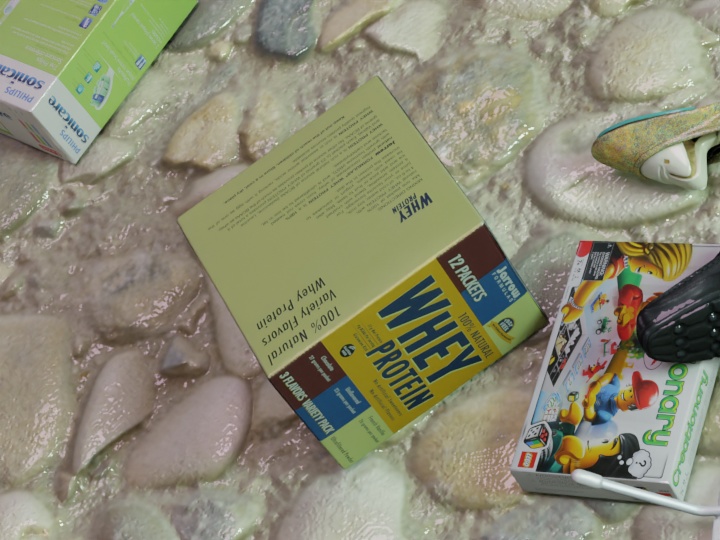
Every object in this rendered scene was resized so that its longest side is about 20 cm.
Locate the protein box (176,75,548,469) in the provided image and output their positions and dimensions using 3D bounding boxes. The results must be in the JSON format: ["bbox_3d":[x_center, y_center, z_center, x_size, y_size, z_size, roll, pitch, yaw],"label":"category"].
[{"bbox_3d":[0.000,0.000,1.743,0.198,0.135,0.200,-35,45,1],"label":"protein box"}]

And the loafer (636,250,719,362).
[{"bbox_3d":[0.279,0.004,1.601,0.199,0.068,0.071,-24,47,-11],"label":"loafer"}]

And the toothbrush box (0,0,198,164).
[{"bbox_3d":[-0.272,-0.217,2.107,0.145,0.086,0.201,21,69,40],"label":"toothbrush box"}]

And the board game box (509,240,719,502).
[{"bbox_3d":[0.195,0.070,1.642,0.125,0.035,0.201,1,58,31],"label":"board game box"}]

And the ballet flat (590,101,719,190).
[{"bbox_3d":[0.269,-0.096,1.708,0.199,0.071,0.071,-15,50,21],"label":"ballet flat"}]

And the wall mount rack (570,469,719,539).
[{"bbox_3d":[0.224,0.198,1.496,0.173,0.075,0.201,-6,56,27],"label":"wall mount rack"}]
